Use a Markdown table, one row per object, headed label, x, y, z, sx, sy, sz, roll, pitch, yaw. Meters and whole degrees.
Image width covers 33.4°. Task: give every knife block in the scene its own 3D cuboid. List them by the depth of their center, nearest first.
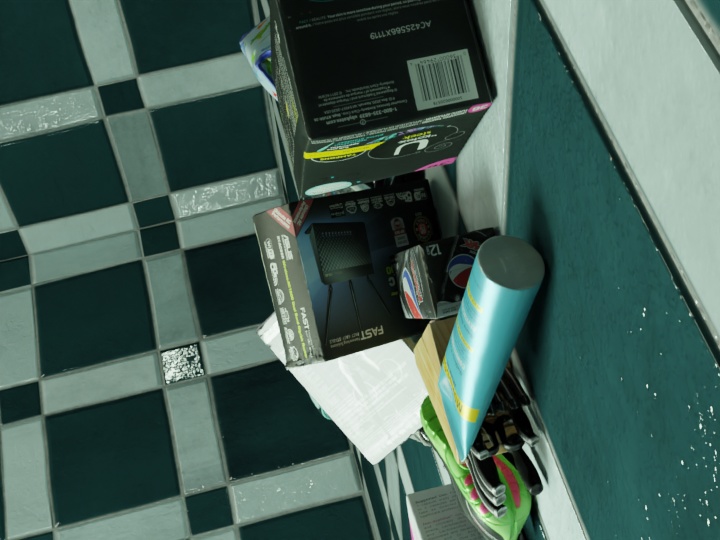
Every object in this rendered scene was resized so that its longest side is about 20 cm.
| label | x | y | z | sx | sy | sz | roll | pitch | yaw |
| --- | --- | --- | --- | --- | --- | --- | --- | --- | --- |
| knife block | 0.106 | 0.132 | 1.077 | 0.200 | 0.063 | 0.179 | 105 | 152 | -77 |

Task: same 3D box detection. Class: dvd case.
| label | x | y | z | sx | sy | sz | roll | pitch | yaw |
| --- | --- | --- | --- | --- | --- | --- | --- | --- | --- |
| dvd case | -0.006 | 0.098 | 1.291 | 0.200 | 0.149 | 0.016 | 48 | -144 | 1 |

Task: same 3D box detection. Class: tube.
| label | x | y | z | sx | sy | sz | roll | pitch | yaw |
| --- | --- | --- | --- | --- | --- | --- | --- | --- | --- |
| tube | 0.091 | 0.059 | 0.923 | 0.202 | 0.049 | 0.078 | 103 | 163 | -47 |

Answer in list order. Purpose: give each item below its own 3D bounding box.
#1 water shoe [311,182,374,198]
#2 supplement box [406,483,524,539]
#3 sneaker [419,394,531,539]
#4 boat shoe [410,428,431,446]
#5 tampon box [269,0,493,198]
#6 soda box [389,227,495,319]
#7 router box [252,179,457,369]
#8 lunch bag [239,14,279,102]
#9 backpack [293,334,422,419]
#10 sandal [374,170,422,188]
| label | x | y | z | sx | sy | sz | roll | pitch | yaw |
| --- | --- | --- | --- | --- | --- | --- | --- | --- | --- |
| water shoe | -0.002 | -0.114 | 1.579 | 0.199 | 0.078 | 0.072 | 34 | 147 | 43 |
| supplement box | 0.118 | 0.311 | 1.170 | 0.201 | 0.102 | 0.102 | -112 | 10 | -52 |
| sneaker | 0.105 | 0.187 | 1.154 | 0.201 | 0.075 | 0.085 | -109 | 12 | -52 |
| boat shoe | 0.084 | 0.166 | 1.365 | 0.201 | 0.071 | 0.067 | 103 | 156 | -62 |
| tampon box | 0.009 | -0.154 | 0.984 | 0.200 | 0.147 | 0.129 | 113 | 144 | -80 |
| soda box | 0.075 | 0.005 | 1.071 | 0.200 | 0.070 | 0.064 | 155 | 102 | -84 |
| router box | 0.000 | 0.000 | 1.180 | 0.062 | 0.198 | 0.153 | -14 | 90 | 48 |
| lunch bag | -0.030 | -0.214 | 1.378 | 0.200 | 0.127 | 0.170 | 48 | -175 | -21 |
| backpack | 0.006 | 0.065 | 1.386 | 0.153 | 0.174 | 0.202 | 45 | 151 | 45 |
| sandal | 0.038 | -0.105 | 1.291 | 0.202 | 0.047 | 0.076 | 84 | 171 | -47 |
